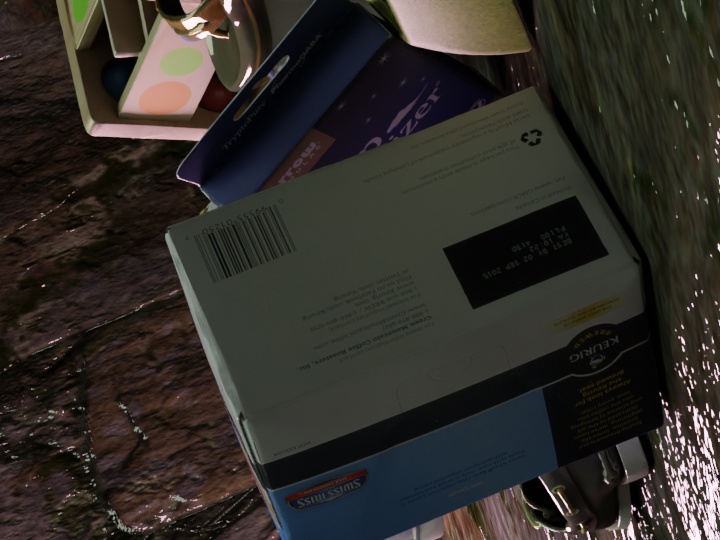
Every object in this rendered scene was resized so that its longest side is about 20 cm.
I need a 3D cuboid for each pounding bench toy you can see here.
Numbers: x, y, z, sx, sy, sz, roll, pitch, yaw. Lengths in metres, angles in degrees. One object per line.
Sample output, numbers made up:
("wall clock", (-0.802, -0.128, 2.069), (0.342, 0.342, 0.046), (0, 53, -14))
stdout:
("pounding bench toy", (-0.116, -0.198, 1.789), (0.156, 0.124, 0.200), (121, 142, -47))

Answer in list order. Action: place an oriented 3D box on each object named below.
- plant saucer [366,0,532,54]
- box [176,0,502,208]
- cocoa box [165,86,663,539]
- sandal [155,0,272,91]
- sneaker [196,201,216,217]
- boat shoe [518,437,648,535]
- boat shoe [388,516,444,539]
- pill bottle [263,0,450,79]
("plant saucer", (-0.016, -0.193, 1.324), (0.200, 0.048, 0.200), (48, 176, 27))
("box", (-0.008, -0.068, 1.423), (0.032, 0.121, 0.200), (44, -170, 22))
("cocoa box", (0.028, 0.029, 1.365), (0.131, 0.199, 0.134), (74, 173, -49))
("sandal", (-0.080, -0.150, 1.439), (0.200, 0.054, 0.081), (93, 161, -74))
("sneaker", (0.000, 0.000, 1.629), (0.200, 0.116, 0.074), (37, -164, -17))
("boat shoe", (0.115, 0.110, 1.557), (0.202, 0.060, 0.072), (89, 159, -75))
("boat shoe", (0.002, 0.093, 1.719), (0.070, 0.071, 0.201), (-118, 13, -55))
("pill bottle", (-0.014, -0.150, 1.583), (0.200, 0.111, 0.111), (-139, 29, -79))
